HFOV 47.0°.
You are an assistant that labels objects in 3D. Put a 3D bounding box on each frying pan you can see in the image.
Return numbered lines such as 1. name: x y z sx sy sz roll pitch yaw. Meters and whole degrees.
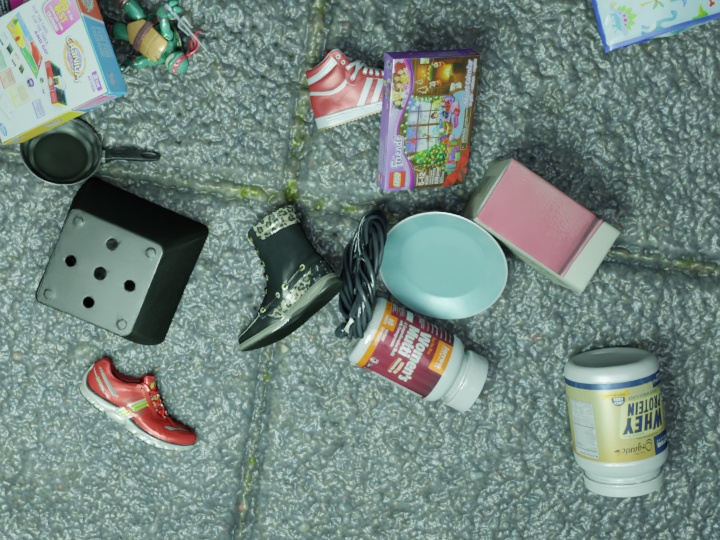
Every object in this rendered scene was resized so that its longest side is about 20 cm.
1. frying pan: -0.408 -0.186 1.231 0.188 0.031 0.116 -20 77 -29

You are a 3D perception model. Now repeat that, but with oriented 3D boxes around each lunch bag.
1. lunch bag: 0.430 -0.431 1.232 0.198 0.127 0.172 -19 97 -12

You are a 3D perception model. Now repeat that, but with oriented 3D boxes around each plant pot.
1. plant pot: -0.353 -0.004 1.184 0.198 0.177 0.202 24 94 -6

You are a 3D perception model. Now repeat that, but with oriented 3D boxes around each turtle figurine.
1. turtle figurine: -0.314 -0.335 1.192 0.199 0.101 0.150 38 101 3

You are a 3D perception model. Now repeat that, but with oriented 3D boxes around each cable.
1. cable: 0.000 0.000 1.214 0.050 0.163 0.202 13 76 -5

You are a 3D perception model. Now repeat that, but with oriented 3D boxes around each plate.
1. plate: 0.125 -0.009 1.257 0.198 0.026 0.202 8 128 11

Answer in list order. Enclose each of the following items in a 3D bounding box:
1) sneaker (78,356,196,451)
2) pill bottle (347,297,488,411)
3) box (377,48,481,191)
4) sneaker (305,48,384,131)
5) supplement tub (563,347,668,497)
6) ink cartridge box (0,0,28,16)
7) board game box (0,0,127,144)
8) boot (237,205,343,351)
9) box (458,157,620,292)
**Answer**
1. sneaker: -0.329 0.203 1.259 0.199 0.077 0.085 34 87 -7
2. pill bottle: 0.089 0.132 1.267 0.198 0.110 0.110 27 93 -6
3. box: 0.098 -0.219 1.216 0.135 0.039 0.202 -7 121 -17
4. sneaker: 0.015 -0.291 1.239 0.198 0.071 0.114 -18 100 -1
5. supplement tub: 0.398 0.232 1.285 0.143 0.144 0.203 -9 96 -4
6. ink cartridge box: -0.456 -0.330 1.164 0.163 0.075 0.203 -8 96 24
7. board game box: -0.419 -0.273 1.098 0.198 0.040 0.155 -16 95 24
8. boot: -0.134 0.015 1.260 0.203 0.073 0.155 -38 74 25
9. box: 0.266 -0.070 1.252 0.199 0.128 0.110 32 92 -7
